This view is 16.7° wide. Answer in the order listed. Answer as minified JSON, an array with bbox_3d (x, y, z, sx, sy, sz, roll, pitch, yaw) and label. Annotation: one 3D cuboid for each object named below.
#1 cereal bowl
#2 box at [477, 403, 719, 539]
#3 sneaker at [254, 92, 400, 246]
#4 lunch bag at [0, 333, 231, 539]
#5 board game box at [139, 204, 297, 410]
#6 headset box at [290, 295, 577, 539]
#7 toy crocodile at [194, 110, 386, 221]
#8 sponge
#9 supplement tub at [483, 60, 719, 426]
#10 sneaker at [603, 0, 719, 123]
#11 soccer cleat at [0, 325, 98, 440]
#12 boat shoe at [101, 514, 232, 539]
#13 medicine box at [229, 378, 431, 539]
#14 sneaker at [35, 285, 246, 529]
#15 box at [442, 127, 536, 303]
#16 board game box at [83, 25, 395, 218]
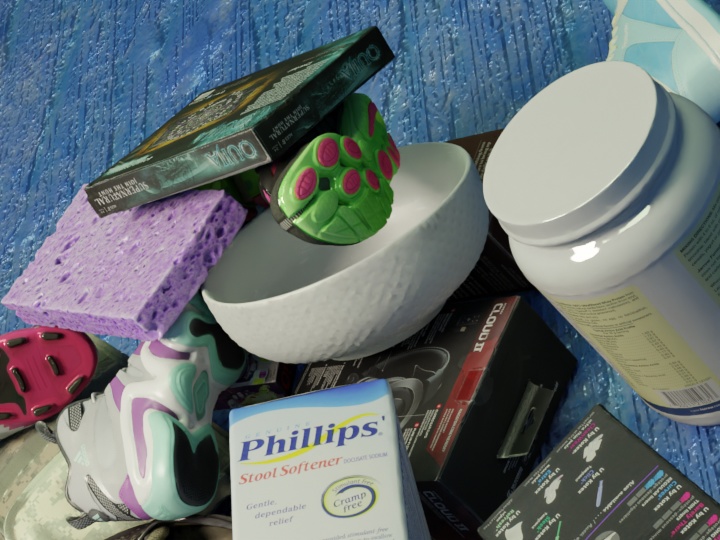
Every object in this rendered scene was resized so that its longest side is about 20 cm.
[{"bbox_3d":[0.000,0.000,1.627,0.200,0.083,0.200,-25,20,10],"label":"cereal bowl"},{"bbox_3d":[0.173,0.181,1.341,0.106,0.122,0.200,-46,32,-2],"label":"box"},{"bbox_3d":[-0.027,-0.054,1.583,0.084,0.077,0.200,-28,9,16],"label":"sneaker"},{"bbox_3d":[-0.187,0.155,1.775,0.164,0.118,0.200,-46,36,-12],"label":"lunch bag"},{"bbox_3d":[-0.091,0.015,1.751,0.120,0.032,0.200,-12,46,25],"label":"board game box"},{"bbox_3d":[0.040,0.101,1.616,0.200,0.077,0.149,-7,47,43],"label":"headset box"},{"bbox_3d":[-0.072,-0.067,1.742,0.200,0.067,0.062,-30,76,15],"label":"toy crocodile"},{"bbox_3d":[-0.165,-0.008,1.689,0.200,0.030,0.112,4,55,56],"label":"sponge"},{"bbox_3d":[0.180,-0.016,1.476,0.145,0.200,0.145,-29,36,24],"label":"supplement tub"},{"bbox_3d":[0.187,-0.144,1.720,0.131,0.080,0.200,-42,32,3],"label":"sneaker"},{"bbox_3d":[-0.281,0.097,1.776,0.200,0.070,0.086,-31,5,-1],"label":"soccer cleat"},{"bbox_3d":[-0.124,0.193,1.614,0.200,0.065,0.072,-10,72,30],"label":"boat shoe"},{"bbox_3d":[-0.007,0.201,1.444,0.103,0.182,0.200,-11,40,4],"label":"medicine box"},{"bbox_3d":[-0.158,0.085,1.654,0.140,0.078,0.200,-15,43,28],"label":"sneaker"},{"bbox_3d":[0.048,-0.031,1.759,0.200,0.075,0.100,-8,49,41],"label":"box"},{"bbox_3d":[-0.084,-0.097,1.636,0.200,0.028,0.135,-15,22,50],"label":"board game box"}]
